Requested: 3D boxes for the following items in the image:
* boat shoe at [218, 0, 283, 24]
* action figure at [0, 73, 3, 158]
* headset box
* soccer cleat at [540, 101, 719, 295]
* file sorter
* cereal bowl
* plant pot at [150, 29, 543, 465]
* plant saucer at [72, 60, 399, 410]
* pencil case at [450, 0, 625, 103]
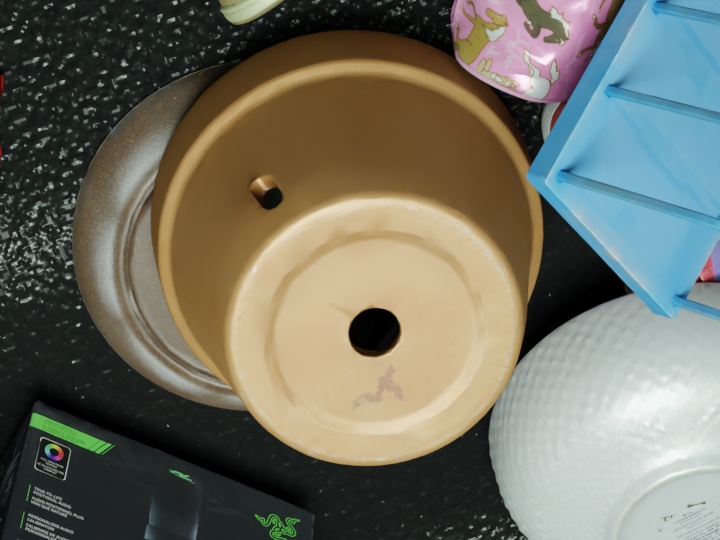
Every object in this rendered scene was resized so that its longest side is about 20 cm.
[{"bbox_3d":[-0.008,-0.204,0.924,0.063,0.073,0.201,40,101,-14],"label":"boat shoe"},{"bbox_3d":[-0.278,-0.075,0.961,0.199,0.052,0.066,3,117,-6],"label":"action figure"},{"bbox_3d":[-0.120,0.184,1.017,0.173,0.201,0.093,24,125,-16],"label":"headset box"},{"bbox_3d":[0.162,-0.011,1.027,0.068,0.073,0.200,-33,114,7],"label":"soccer cleat"},{"bbox_3d":[0.200,-0.080,0.912,0.139,0.122,0.201,41,75,-45],"label":"file sorter"},{"bbox_3d":[0.172,0.104,1.044,0.199,0.084,0.201,-4,132,-5],"label":"cereal bowl"},{"bbox_3d":[0.000,0.000,0.943,0.199,0.140,0.201,-3,114,-6],"label":"plant pot"},{"bbox_3d":[-0.051,-0.010,1.026,0.199,0.032,0.201,-2,115,-5],"label":"plant saucer"},{"bbox_3d":[0.100,-0.175,0.921,0.082,0.087,0.201,-14,133,-32],"label":"pencil case"}]
